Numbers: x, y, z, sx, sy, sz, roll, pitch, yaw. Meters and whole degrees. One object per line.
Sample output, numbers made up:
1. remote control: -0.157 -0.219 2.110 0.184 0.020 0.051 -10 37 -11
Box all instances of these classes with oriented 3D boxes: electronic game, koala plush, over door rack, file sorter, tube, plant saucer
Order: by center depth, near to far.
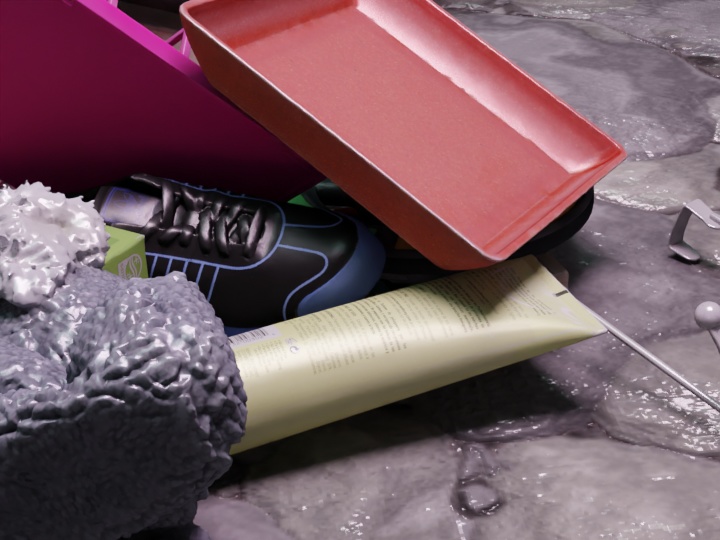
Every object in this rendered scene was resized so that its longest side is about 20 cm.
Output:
1. koala plush: -0.118 0.063 0.579 0.183 0.178 0.200 -12 31 3
2. tube: 0.011 0.038 0.709 0.199 0.058 0.052 -17 -15 -17
3. over door rack: 0.194 0.014 0.755 0.147 0.067 0.200 -21 33 -34
4. plant saucer: 0.024 -0.084 0.785 0.200 0.037 0.199 40 32 10
5. file sorter: -0.131 -0.118 0.816 0.139 0.200 0.126 -28 44 36
6. electronic game: 0.035 -0.047 0.868 0.199 0.042 0.200 -2 27 1

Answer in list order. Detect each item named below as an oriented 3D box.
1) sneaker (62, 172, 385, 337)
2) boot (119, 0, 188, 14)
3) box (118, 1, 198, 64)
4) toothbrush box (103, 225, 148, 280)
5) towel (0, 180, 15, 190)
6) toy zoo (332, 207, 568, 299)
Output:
1. sneaker: -0.089 -0.012 0.775 0.199 0.078 0.070 -4 54 25
2. boot: -0.151 -0.190 1.026 0.199 0.066 0.165 16 52 11
3. box: -0.132 -0.150 1.091 0.199 0.083 0.068 17 31 30
4. toothbrush box: -0.214 0.043 0.710 0.145 0.086 0.200 13 30 28
5. towel: -0.280 -0.072 1.005 0.199 0.030 0.146 6 27 17
6. toy zoo: 0.000 0.000 0.848 0.199 0.021 0.131 -10 28 -16
